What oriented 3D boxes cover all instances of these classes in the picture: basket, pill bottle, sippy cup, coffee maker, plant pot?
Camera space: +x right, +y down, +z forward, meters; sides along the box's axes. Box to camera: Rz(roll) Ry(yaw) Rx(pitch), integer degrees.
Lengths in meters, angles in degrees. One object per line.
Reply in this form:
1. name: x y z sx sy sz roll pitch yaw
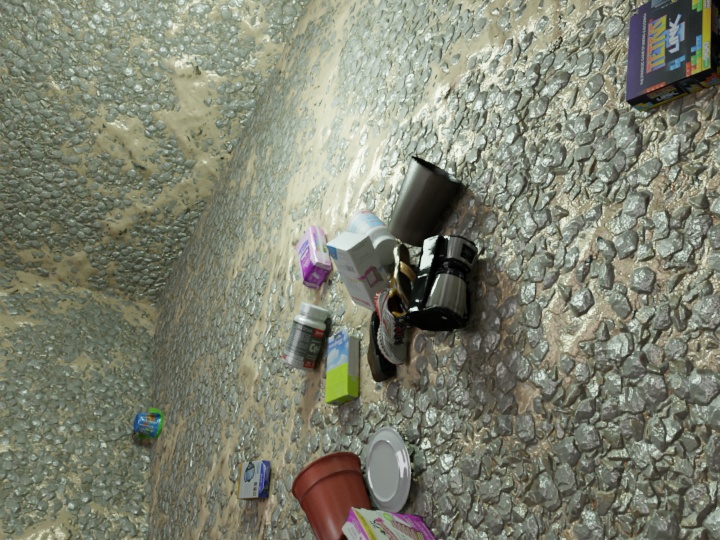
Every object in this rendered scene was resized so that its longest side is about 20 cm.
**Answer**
1. basket: 0.159 -0.179 1.647 0.204 0.133 0.181 -65 29 18
2. pill bottle: 0.039 -0.095 1.820 0.111 0.107 0.200 -63 32 15
3. pill bottle: -0.178 0.216 2.014 0.113 0.112 0.205 15 88 60
4. sippy cup: -1.143 0.822 3.297 0.138 0.128 0.183 -1 74 59
5. coffee maker: 0.177 0.029 1.465 0.187 0.135 0.205 1 61 30
6. plant pot: -0.052 0.602 1.543 0.203 0.197 0.197 -56 42 24

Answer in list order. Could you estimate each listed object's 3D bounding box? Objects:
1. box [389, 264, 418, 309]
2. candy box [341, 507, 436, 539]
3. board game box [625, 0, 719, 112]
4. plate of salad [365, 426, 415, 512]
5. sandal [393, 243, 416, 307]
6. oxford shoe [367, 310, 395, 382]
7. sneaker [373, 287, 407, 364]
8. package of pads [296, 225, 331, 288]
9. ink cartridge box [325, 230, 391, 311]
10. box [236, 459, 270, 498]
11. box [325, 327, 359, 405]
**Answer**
1. box: 0.147 0.047 1.634 0.198 0.041 0.123 5 79 57
2. candy box: 0.074 0.583 1.313 0.062 0.196 0.136 -65 31 10
3. board game box: 0.581 -0.421 1.136 0.164 0.056 0.206 -13 63 55
4. plate of salad: 0.073 0.491 1.515 0.198 0.047 0.206 -18 69 57
5. sandal: 0.125 0.010 1.595 0.053 0.080 0.204 -21 49 26
6. oxford shoe: 0.044 0.209 1.690 0.084 0.071 0.205 -42 41 47
7. sneaker: 0.086 0.144 1.606 0.082 0.076 0.206 -25 74 56
8. package of pads: -0.168 -0.048 2.175 0.121 0.074 0.203 -54 35 33
9. ink cartridge box: 0.000 0.000 1.749 0.084 0.204 0.144 -32 22 -20
10. box: -0.365 0.724 2.120 0.198 0.041 0.122 -26 53 49
11. box: -0.054 0.288 1.834 0.121 0.047 0.205 -32 48 47
